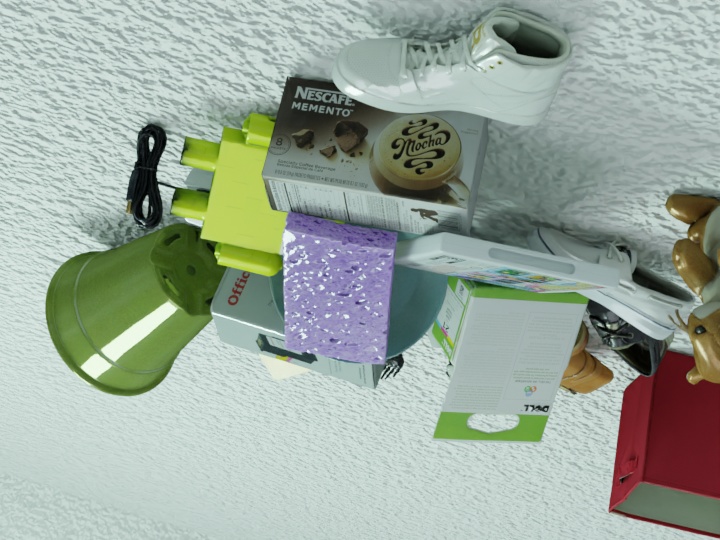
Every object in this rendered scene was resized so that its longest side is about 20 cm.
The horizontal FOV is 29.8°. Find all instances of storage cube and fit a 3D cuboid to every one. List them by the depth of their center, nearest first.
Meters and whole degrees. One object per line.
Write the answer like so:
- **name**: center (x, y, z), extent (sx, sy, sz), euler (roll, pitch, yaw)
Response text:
- **storage cube**: center (0.434, 0.228, 1.743), extent (0.199, 0.181, 0.171), euler (12, 156, 0)

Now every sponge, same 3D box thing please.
- **sponge**: center (-0.023, 0.022, 1.381), extent (0.111, 0.030, 0.201), euler (10, 142, 5)

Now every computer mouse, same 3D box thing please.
- **computer mouse**: center (-0.157, -0.081, 1.484), extent (0.199, 0.110, 0.044), euler (15, 165, -27)

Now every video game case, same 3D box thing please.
- **video game case**: center (0.135, -0.006, 1.347), extent (0.181, 0.024, 0.200), euler (11, 175, -14)

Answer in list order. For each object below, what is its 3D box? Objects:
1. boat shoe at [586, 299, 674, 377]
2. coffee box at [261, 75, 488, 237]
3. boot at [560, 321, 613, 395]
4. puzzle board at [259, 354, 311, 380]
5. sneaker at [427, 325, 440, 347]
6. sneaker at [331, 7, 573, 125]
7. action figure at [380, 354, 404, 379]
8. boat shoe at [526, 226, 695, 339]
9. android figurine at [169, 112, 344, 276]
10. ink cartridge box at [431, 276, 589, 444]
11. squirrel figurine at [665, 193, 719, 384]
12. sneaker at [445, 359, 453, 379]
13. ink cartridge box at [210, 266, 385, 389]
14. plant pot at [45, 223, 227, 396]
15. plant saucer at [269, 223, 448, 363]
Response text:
- **boat shoe**: center (0.308, 0.063, 1.583), extent (0.072, 0.065, 0.200), euler (-3, 151, 35)
- **coffee box**: center (0.016, -0.107, 1.300), extent (0.199, 0.114, 0.080), euler (10, 158, 9)
- **boot**: center (0.257, 0.109, 1.684), extent (0.155, 0.077, 0.200), euler (31, 157, -23)
- **puzzle board**: center (-0.062, 0.053, 1.698), extent (0.199, 0.017, 0.151), euler (-18, 113, 30)
- **sneaker**: center (0.141, 0.016, 1.577), extent (0.145, 0.081, 0.201), euler (-8, 140, 5)
- **sneaker**: center (0.080, -0.187, 1.154), extent (0.199, 0.074, 0.116), euler (6, 155, -7)
- **action figure**: center (-0.022, 0.091, 1.777), extent (0.118, 0.103, 0.200), euler (10, 160, 37)
- **boat shoe**: center (0.274, -0.001, 1.473), extent (0.199, 0.074, 0.065), euler (29, 120, -17)
- **android figurine**: center (-0.096, -0.077, 1.421), extent (0.199, 0.041, 0.183), euler (14, 120, -8)
- **ink cartridge box**: center (0.155, 0.093, 1.534), extent (0.147, 0.076, 0.201), euler (4, 117, -21)
- **squirrel figurine**: center (0.383, 0.033, 1.326), extent (0.141, 0.188, 0.200), euler (-7, 150, 38)
- **sneaker**: center (0.146, 0.131, 1.705), extent (0.088, 0.076, 0.200), euler (37, 166, 7)
- **ink cartridge box**: center (-0.054, 0.032, 1.571), extent (0.199, 0.146, 0.083), euler (17, 153, 12)
- **plant pot**: center (-0.261, 0.032, 1.699), extent (0.199, 0.201, 0.190), euler (28, 139, -31)
- **plant saucer**: center (0.000, 0.000, 1.485), extent (0.200, 0.202, 0.039), euler (8, -175, 11)
